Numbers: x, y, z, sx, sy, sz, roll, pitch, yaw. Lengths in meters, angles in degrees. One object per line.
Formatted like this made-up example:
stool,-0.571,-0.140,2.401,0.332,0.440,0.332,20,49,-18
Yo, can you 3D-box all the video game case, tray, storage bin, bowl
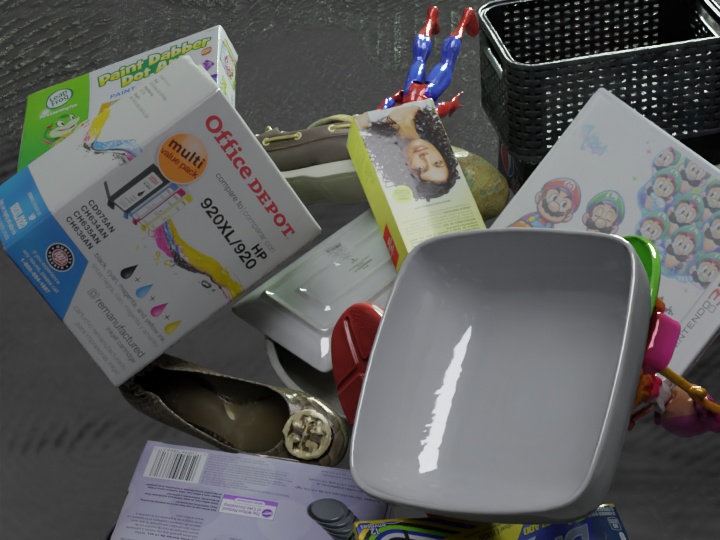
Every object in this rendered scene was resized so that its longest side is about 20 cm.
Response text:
video game case,0.214,-0.019,1.411,0.200,0.024,0.182,39,91,21
tray,0.000,0.000,1.434,0.107,0.022,0.200,31,50,30
storage bin,0.210,-0.175,1.519,0.199,0.094,0.135,-10,33,-7
bowl,0.101,0.077,1.181,0.199,0.075,0.201,1,66,37

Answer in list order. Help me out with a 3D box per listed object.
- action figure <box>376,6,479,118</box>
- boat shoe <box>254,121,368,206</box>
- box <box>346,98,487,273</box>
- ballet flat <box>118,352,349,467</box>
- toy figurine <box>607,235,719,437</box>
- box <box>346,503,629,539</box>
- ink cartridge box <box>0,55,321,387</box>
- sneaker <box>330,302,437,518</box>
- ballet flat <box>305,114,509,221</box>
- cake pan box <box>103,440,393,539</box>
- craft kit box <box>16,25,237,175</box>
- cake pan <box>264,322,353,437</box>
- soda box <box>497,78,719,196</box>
action figure,0.059,-0.168,1.656,0.065,0.052,0.200,10,48,18
boat shoe,-0.063,-0.092,1.523,0.199,0.072,0.060,-4,63,25
box,0.055,-0.038,1.410,0.075,0.050,0.201,-15,65,-16
ballet flat,-0.102,0.104,1.340,0.199,0.046,0.068,19,80,23
toy figurine,0.223,0.090,1.307,0.184,0.200,0.151,31,65,-18
box,0.086,0.207,1.190,0.199,0.070,0.064,-1,48,-23
ink cartridge box,-0.161,-0.043,1.366,0.200,0.147,0.145,-37,24,-3
sneaker,0.063,0.109,1.307,0.115,0.078,0.201,-8,65,-55
ballet flat,0.033,-0.088,1.548,0.199,0.071,0.071,23,47,27
cake pan box,-0.088,0.211,1.237,0.199,0.052,0.185,7,41,7
craft kit box,-0.204,-0.113,1.548,0.199,0.049,0.198,-19,38,12
cake pan,0.024,0.061,1.411,0.199,0.037,0.201,0,43,0
soda box,0.225,-0.119,1.583,0.199,0.071,0.063,-12,40,-12
